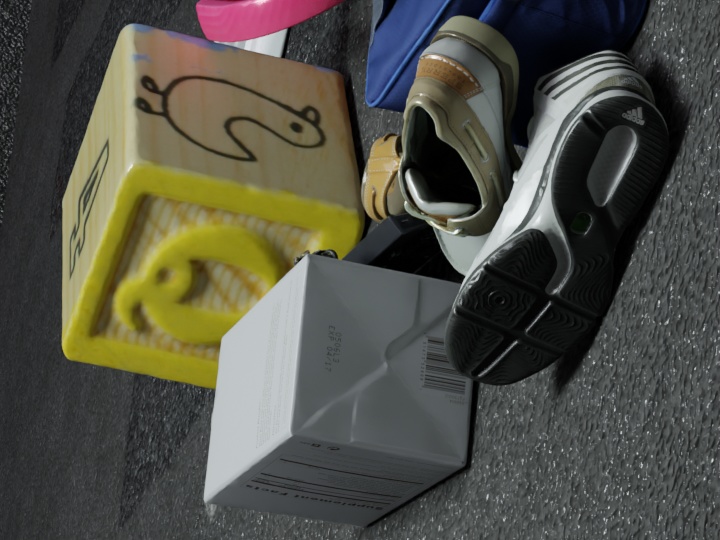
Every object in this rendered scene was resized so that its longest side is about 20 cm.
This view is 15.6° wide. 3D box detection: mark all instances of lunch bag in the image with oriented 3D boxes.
[{"bbox_3d":[0.079,-0.174,1.559,0.200,0.132,0.136,123,154,-53],"label":"lunch bag"}]

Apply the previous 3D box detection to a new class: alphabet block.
[{"bbox_3d":[-0.120,-0.045,2.045,0.200,0.195,0.197,-100,26,-52],"label":"alphabet block"}]

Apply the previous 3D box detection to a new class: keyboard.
[{"bbox_3d":[0.000,0.000,1.733,0.200,0.127,0.021,136,119,-64],"label":"keyboard"}]

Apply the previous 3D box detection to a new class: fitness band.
[{"bbox_3d":[-0.051,-0.214,2.028,0.200,0.143,0.038,-161,53,-73],"label":"fitness band"}]

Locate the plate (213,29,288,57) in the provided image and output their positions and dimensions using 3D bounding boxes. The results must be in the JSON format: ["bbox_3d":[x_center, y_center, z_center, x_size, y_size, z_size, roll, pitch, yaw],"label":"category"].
[{"bbox_3d":[-0.103,-0.221,2.417,0.200,0.032,0.200,-176,98,-75],"label":"plate"}]

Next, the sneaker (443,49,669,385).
[{"bbox_3d":[0.111,-0.035,1.485,0.201,0.075,0.115,-60,13,27],"label":"sneaker"}]

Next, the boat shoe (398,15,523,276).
[{"bbox_3d":[0.054,-0.057,1.534,0.068,0.075,0.200,-51,-31,-29],"label":"boat shoe"}]

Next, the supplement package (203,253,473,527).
[{"bbox_3d":[-0.015,0.083,1.707,0.200,0.119,0.122,139,139,-65],"label":"supplement package"}]

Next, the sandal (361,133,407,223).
[{"bbox_3d":[0.025,-0.065,1.806,0.200,0.054,0.081,180,102,-74],"label":"sandal"}]
